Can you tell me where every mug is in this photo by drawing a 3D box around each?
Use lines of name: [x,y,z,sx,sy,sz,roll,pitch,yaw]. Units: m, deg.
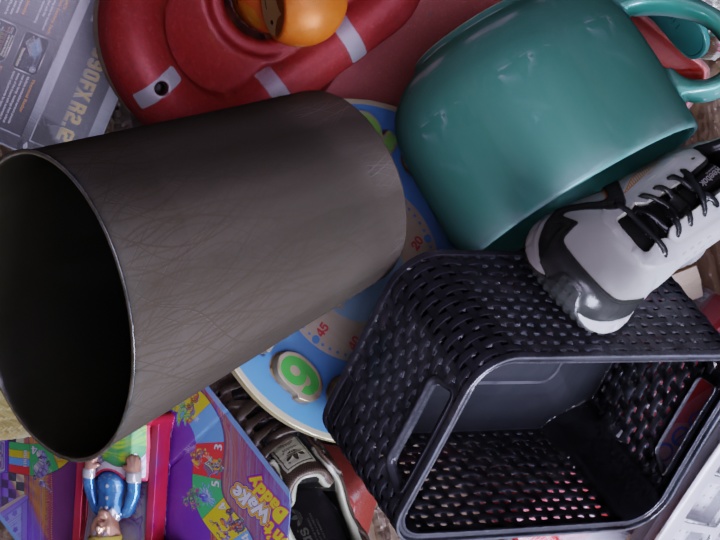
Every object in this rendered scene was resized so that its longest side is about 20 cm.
mug: [0.108,-0.095,1.551,0.185,0.152,0.114,-27,81,-31]

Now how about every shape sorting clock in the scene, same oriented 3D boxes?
shape sorting clock: [0.000,0.000,1.574,0.200,0.039,0.200,4,81,-24]

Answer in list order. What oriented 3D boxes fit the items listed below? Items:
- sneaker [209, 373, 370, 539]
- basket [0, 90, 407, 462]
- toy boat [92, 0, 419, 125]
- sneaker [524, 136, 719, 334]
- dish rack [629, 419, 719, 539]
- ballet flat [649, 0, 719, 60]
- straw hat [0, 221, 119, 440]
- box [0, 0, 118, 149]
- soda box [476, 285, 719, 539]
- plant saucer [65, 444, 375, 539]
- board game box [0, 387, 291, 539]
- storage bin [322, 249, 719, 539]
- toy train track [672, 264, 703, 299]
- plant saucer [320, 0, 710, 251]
sneaker: [-0.043,0.104,1.581,0.070,0.076,0.200,-27,83,-24]
basket: [-0.084,-0.014,1.438,0.200,0.136,0.180,-25,139,-36]
toy boat: [-0.048,-0.150,1.509,0.200,0.131,0.131,-38,108,-11]
sneaker: [0.158,-0.029,1.501,0.074,0.200,0.080,50,125,3]
dish rack: [0.251,0.129,1.660,0.200,0.044,0.172,18,109,-45]
ballet flat: [0.163,-0.211,1.615,0.064,0.076,0.200,-39,92,-23]
straw hat: [-0.213,-0.005,1.557,0.201,0.085,0.201,8,128,10]
box: [-0.192,-0.174,1.561,0.158,0.048,0.200,22,94,-16]
soda box: [0.166,0.103,1.670,0.200,0.070,0.063,-42,109,-4]
plant saucer: [-0.099,0.191,1.639,0.199,0.037,0.200,13,95,-14]
board game box: [-0.136,0.132,1.558,0.158,0.039,0.200,-44,73,18]
storage bin: [0.096,0.069,1.529,0.200,0.094,0.135,1,129,-36]
toy train track: [0.165,-0.072,1.624,0.115,0.033,0.200,-22,102,-8]
plant saucer: [0.074,-0.100,1.636,0.200,0.037,0.200,37,91,-15]
